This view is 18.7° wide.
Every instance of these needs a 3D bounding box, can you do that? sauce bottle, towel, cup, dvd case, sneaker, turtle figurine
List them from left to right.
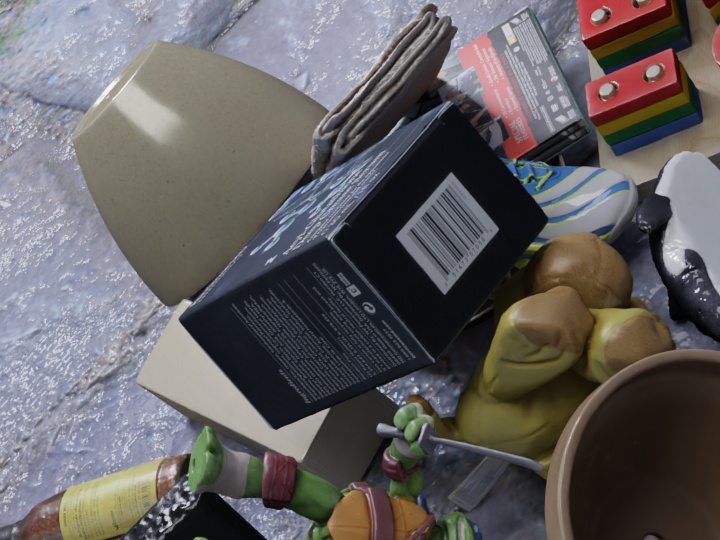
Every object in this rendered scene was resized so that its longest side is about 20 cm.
[{"bbox_3d":[-0.201,0.188,1.624,0.199,0.066,0.066,-17,47,24],"label":"sauce bottle"},{"bbox_3d":[-0.139,-0.095,1.700,0.200,0.143,0.200,-45,13,14],"label":"cup"},{"bbox_3d":[-0.001,0.153,1.296,0.200,0.192,0.145,-121,41,-66],"label":"turtle figurine"},{"bbox_3d":[0.012,-0.122,1.578,0.133,0.034,0.200,-49,-3,-8],"label":"towel"},{"bbox_3d":[0.067,-0.100,1.648,0.199,0.022,0.147,-32,42,11],"label":"dvd case"},{"bbox_3d":[0.088,-0.048,1.519,0.199,0.105,0.076,-13,53,22],"label":"sneaker"}]

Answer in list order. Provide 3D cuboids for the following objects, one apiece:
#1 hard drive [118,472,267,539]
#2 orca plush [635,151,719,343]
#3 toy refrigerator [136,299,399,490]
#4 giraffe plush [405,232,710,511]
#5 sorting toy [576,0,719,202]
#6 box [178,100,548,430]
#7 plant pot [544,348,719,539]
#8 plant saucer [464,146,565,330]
[{"bbox_3d":[-0.097,0.234,1.401,0.140,0.200,0.033,-45,41,-3],"label":"hard drive"},{"bbox_3d":[0.236,0.011,1.458,0.104,0.071,0.201,-6,46,-27],"label":"orca plush"},{"bbox_3d":[-0.069,0.092,1.603,0.199,0.070,0.076,19,76,46],"label":"toy refrigerator"},{"bbox_3d":[0.135,0.049,1.426,0.199,0.172,0.163,-32,27,38],"label":"giraffe plush"},{"bbox_3d":[0.249,-0.171,1.574,0.198,0.070,0.201,-21,45,22],"label":"sorting toy"},{"bbox_3d":[0.000,0.000,1.440,0.200,0.107,0.149,-28,17,53],"label":"box"},{"bbox_3d":[0.191,0.155,1.291,0.202,0.200,0.093,-65,10,-24],"label":"plant pot"},{"bbox_3d":[0.070,-0.027,1.621,0.199,0.032,0.201,-22,45,23],"label":"plant saucer"}]
